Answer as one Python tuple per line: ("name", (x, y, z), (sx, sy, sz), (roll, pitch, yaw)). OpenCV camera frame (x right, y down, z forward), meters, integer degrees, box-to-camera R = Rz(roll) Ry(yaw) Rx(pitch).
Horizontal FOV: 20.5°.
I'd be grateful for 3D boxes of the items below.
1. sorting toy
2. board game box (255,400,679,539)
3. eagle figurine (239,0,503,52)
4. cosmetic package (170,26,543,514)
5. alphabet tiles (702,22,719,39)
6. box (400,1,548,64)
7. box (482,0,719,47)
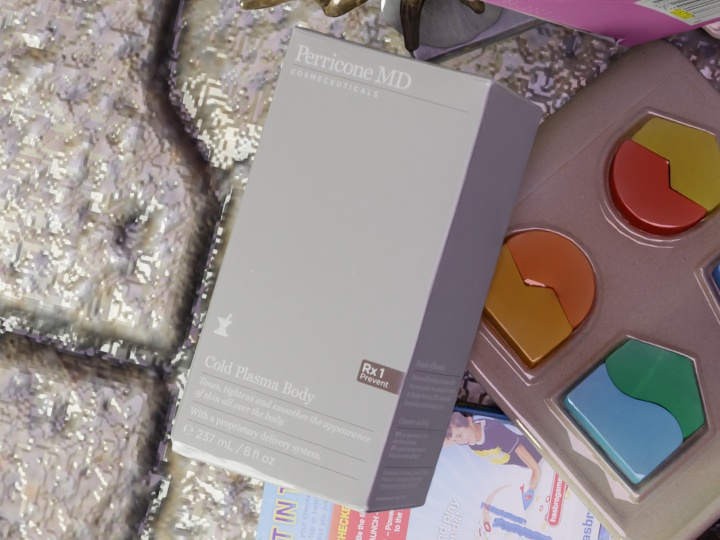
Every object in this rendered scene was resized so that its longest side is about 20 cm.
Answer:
("sorting toy", (0.140, 0.009, 0.946), (0.185, 0.036, 0.200), (-40, 77, -9))
("board game box", (0.043, 0.164, 0.981), (0.195, 0.056, 0.201), (10, 92, 4))
("eagle figurine", (0.017, -0.214, 0.909), (0.151, 0.151, 0.201), (9, 56, -33))
("cosmetic package", (0.000, 0.000, 0.906), (0.106, 0.090, 0.201), (15, 93, 22))
("alphabet tiles", (0.224, -0.184, 0.913), (0.200, 0.015, 0.196), (43, 112, 0))
("box", (0.093, -0.206, 0.974), (0.199, 0.048, 0.159), (-19, 89, 5))
("box", (0.102, -0.210, 0.831), (0.096, 0.176, 0.201), (-15, 81, 29))
